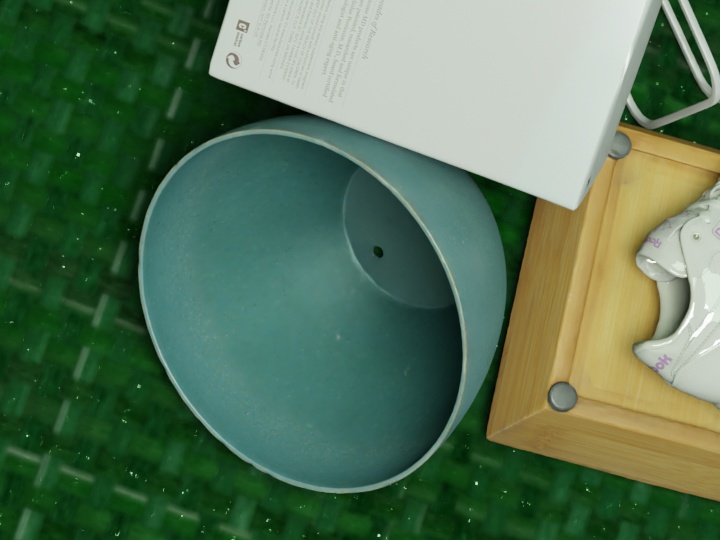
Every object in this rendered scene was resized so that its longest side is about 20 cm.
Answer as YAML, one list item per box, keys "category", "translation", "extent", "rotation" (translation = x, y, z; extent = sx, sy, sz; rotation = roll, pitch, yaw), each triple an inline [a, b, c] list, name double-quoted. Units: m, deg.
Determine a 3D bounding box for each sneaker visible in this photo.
- category: "sneaker"
  translation: [0.208, -0.025, 1.256]
  extent: [0.099, 0.075, 0.201]
  rotation: [22, 78, -10]

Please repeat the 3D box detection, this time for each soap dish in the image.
- category: "soap dish"
  translation: [0.169, 0.017, 1.322]
  extent: [0.156, 0.081, 0.201]
  rotation: [15, 79, -11]

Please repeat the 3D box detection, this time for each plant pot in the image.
- category: "plant pot"
  translation: [0.000, 0.000, 1.246]
  extent: [0.201, 0.200, 0.135]
  rotation: [56, 38, 0]

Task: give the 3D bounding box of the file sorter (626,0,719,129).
- category: "file sorter"
  translation: [0.238, -0.178, 1.340]
  extent: [0.199, 0.139, 0.125]
  rotation: [-24, 91, -15]

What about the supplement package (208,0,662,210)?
- category: "supplement package"
  translation: [0.051, -0.146, 1.198]
  extent: [0.199, 0.151, 0.153]
  rotation: [21, 105, 7]
